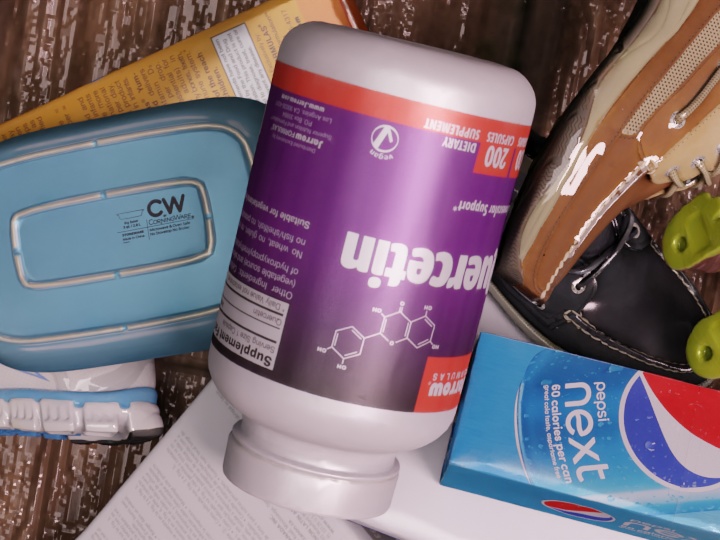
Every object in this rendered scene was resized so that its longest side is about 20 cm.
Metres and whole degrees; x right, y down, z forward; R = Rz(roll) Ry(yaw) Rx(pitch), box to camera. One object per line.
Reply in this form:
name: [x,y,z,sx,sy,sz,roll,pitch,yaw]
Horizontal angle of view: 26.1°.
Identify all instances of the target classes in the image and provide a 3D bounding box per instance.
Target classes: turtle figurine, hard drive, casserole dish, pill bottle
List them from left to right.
casserole dish: [-0.114,-0.017,0.743,0.200,0.039,0.121,-10,89,8]
pill bottle: [0.000,0.000,0.670,0.112,0.112,0.200,14,99,6]
hard drive: [0.052,0.071,0.751,0.200,0.025,0.132,20,75,5]
turtle figurine: [0.216,0.000,0.740,0.161,0.064,0.200,2,85,-35]

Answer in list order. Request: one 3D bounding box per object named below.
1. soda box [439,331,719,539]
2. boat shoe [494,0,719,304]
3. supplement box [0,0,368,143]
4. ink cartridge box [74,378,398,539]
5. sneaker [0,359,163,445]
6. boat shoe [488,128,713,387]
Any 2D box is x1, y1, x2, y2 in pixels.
soda box: [0.140,0.087,0.699,0.200,0.068,0.064,14,74,3]
boat shoe: [0.132,-0.069,0.667,0.074,0.076,0.200,33,89,0]
supplement box: [-0.089,-0.080,0.791,0.200,0.067,0.069,-25,91,8]
ink cartridge box: [-0.076,0.176,0.799,0.163,0.057,0.200,47,111,22]
sneaker: [-0.199,0.046,0.821,0.200,0.075,0.087,1,78,6]
boat shoe: [0.093,-0.018,0.730,0.199,0.066,0.074,44,70,10]
